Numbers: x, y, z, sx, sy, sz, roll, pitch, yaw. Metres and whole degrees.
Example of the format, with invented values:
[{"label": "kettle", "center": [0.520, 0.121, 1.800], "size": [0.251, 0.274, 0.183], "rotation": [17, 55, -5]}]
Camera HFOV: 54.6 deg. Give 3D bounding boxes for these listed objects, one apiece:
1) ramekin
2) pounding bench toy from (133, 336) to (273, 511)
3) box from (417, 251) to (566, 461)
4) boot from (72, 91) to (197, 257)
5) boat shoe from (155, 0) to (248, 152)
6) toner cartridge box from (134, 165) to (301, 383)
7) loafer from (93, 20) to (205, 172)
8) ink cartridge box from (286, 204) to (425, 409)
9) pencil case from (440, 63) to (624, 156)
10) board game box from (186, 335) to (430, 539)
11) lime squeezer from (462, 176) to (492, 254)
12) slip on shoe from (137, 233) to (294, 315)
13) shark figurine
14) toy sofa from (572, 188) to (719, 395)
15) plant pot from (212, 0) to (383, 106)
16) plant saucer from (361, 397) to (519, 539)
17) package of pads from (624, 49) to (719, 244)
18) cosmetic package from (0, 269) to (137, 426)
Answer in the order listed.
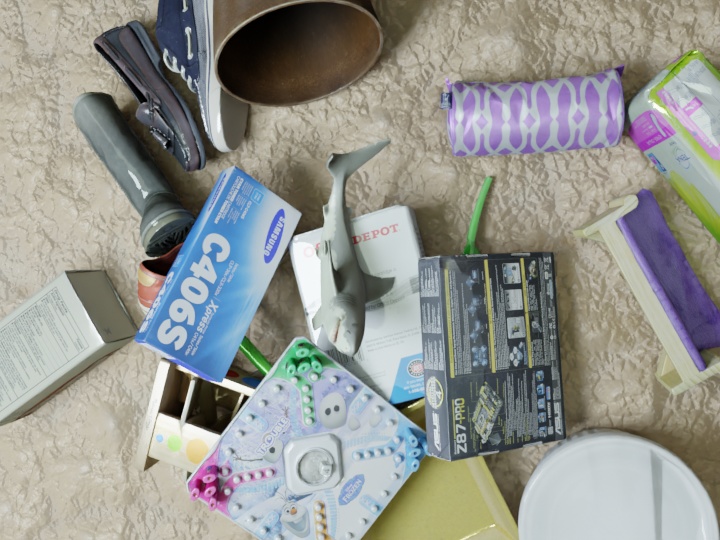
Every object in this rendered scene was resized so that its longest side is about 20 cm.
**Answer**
[{"label": "ramekin", "center": [0.268, 0.267, 0.749], "size": [0.196, 0.094, 0.210], "rotation": [0, 92, 11]}, {"label": "pounding bench toy", "center": [-0.142, 0.139, 0.803], "size": [0.152, 0.124, 0.206], "rotation": [16, 95, 9]}, {"label": "box", "center": [0.141, 0.085, 0.739], "size": [0.157, 0.049, 0.207], "rotation": [-3, 88, -30]}, {"label": "boot", "center": [-0.258, -0.116, 0.795], "size": [0.071, 0.182, 0.204], "rotation": [-27, 90, -13]}, {"label": "boat shoe", "center": [-0.190, -0.239, 0.829], "size": [0.090, 0.074, 0.207], "rotation": [-4, 85, 18]}, {"label": "toner cartridge box", "center": [-0.146, 0.004, 0.734], "size": [0.094, 0.043, 0.204], "rotation": [33, 71, -28]}, {"label": "loafer", "center": [-0.251, -0.200, 0.828], "size": [0.062, 0.072, 0.204], "rotation": [-24, 80, -28]}, {"label": "ink cartridge box", "center": [0.015, 0.044, 0.790], "size": [0.141, 0.084, 0.206], "rotation": [-15, 90, 11]}, {"label": "pencil case", "center": [0.185, -0.171, 0.755], "size": [0.193, 0.084, 0.088], "rotation": [0, 69, 9]}, {"label": "board game box", "center": [-0.049, 0.207, 0.734], "size": [0.199, 0.026, 0.202], "rotation": [38, 92, -16]}, {"label": "lime squeezer", "center": [0.139, 0.001, 0.790], "size": [0.069, 0.038, 0.206], "rotation": [-13, 89, 10]}, {"label": "slip on shoe", "center": [-0.159, -0.014, 0.785], "size": [0.074, 0.196, 0.063], "rotation": [37, 142, 42]}, {"label": "shark figurine", "center": [-0.003, -0.015, 0.723], "size": [0.087, 0.128, 0.222], "rotation": [4, 75, -14]}, {"label": "toy sofa", "center": [0.316, 0.016, 0.735], "size": [0.096, 0.083, 0.204], "rotation": [-29, 87, 11]}, {"label": "plant pot", "center": [-0.086, -0.318, 0.760], "size": [0.182, 0.187, 0.206], "rotation": [-17, 75, 10]}, {"label": "plant saucer", "center": [0.061, 0.261, 0.805], "size": [0.196, 0.048, 0.204], "rotation": [-27, 91, 13]}, {"label": "package of pads", "center": [0.349, -0.110, 0.687], "size": [0.068, 0.154, 0.201], "rotation": [-40, 86, 9]}, {"label": "cosmetic package", "center": [-0.390, 0.096, 0.865], "size": [0.197, 0.087, 0.105], "rotation": [-33, 86, 11]}]
